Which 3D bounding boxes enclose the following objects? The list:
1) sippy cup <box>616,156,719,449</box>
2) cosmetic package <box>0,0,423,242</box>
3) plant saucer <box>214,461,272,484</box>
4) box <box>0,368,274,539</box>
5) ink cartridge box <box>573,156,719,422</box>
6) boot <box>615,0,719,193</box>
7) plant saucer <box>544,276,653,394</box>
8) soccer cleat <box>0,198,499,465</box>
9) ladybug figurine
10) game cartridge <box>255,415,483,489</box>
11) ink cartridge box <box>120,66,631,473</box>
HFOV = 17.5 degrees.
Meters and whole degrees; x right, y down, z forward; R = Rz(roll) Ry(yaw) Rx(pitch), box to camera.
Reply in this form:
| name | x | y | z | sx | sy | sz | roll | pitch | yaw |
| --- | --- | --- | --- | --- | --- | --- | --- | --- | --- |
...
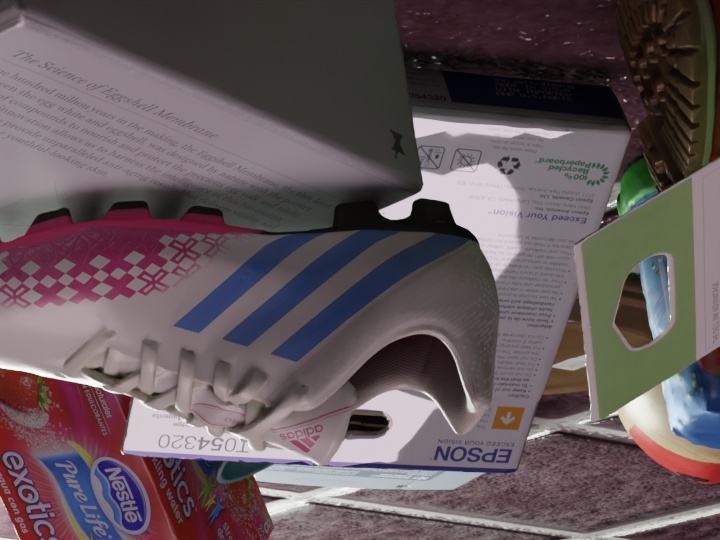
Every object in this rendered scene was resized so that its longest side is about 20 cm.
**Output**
| name | x | y | z | sx | sy | sz | roll | pitch | yaw |
| --- | --- | --- | --- | --- | --- | --- | --- | --- | --- |
| sippy cup | 0.194 | 0.016 | 1.123 | 0.139 | 0.131 | 0.178 | -6 | 163 | 19 |
| cosmetic package | -0.120 | -0.071 | 0.810 | 0.199 | 0.123 | 0.199 | -21 | 154 | 32 |
| plant saucer | -0.003 | 0.038 | 1.222 | 0.200 | 0.036 | 0.200 | -35 | 169 | -7 |
| box | -0.130 | 0.090 | 1.231 | 0.095 | 0.100 | 0.201 | -8 | 117 | 23 |
| ink cartridge box | 0.159 | -0.037 | 0.888 | 0.199 | 0.048 | 0.146 | -28 | 150 | -8 |
| boot | 0.165 | -0.078 | 0.950 | 0.107 | 0.075 | 0.200 | -22 | 155 | 4 |
| plant saucer | 0.098 | 0.040 | 1.378 | 0.199 | 0.030 | 0.200 | -1 | 162 | 0 |
| soccer cleat | -0.047 | 0.025 | 0.793 | 0.199 | 0.087 | 0.070 | -4 | 158 | -10 |
| ladybug figurine | 0.226 | 0.082 | 1.393 | 0.135 | 0.072 | 0.200 | -24 | 164 | 15 |
| game cartridge | -0.008 | 0.122 | 1.632 | 0.199 | 0.041 | 0.133 | 6 | 158 | -19 |
| ink cartridge box | 0.000 | 0.000 | 1.046 | 0.195 | 0.043 | 0.201 | 4 | 127 | -16 |
